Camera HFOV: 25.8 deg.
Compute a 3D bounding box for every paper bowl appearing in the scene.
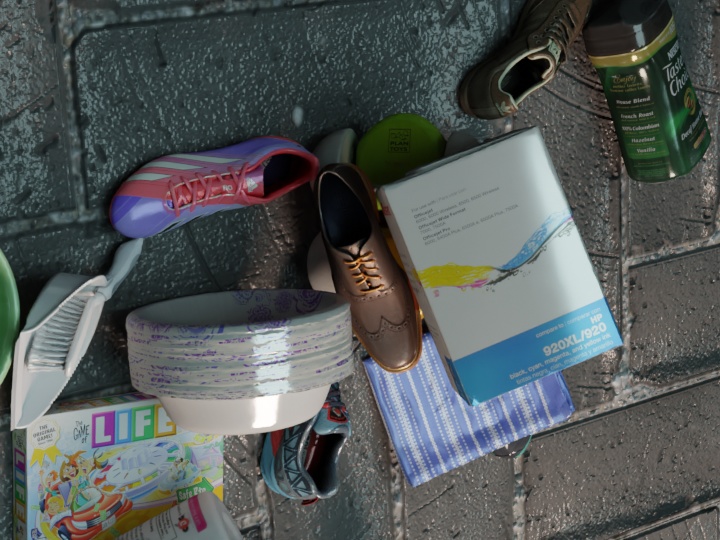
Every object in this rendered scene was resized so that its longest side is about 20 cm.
[{"bbox_3d":[-0.105,0.081,1.395,0.200,0.200,0.105,-11,101,-34],"label":"paper bowl"}]

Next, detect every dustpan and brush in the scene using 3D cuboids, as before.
[{"bbox_3d":[-0.240,0.033,1.361,0.057,0.140,0.201,16,48,-1],"label":"dustpan and brush"}]

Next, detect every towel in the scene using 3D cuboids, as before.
[{"bbox_3d":[0.115,0.122,1.631,0.199,0.024,0.145,-22,96,-16],"label":"towel"}]

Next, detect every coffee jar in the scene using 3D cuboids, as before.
[{"bbox_3d":[0.310,-0.203,1.704,0.104,0.085,0.201,-49,125,-40],"label":"coffee jar"}]

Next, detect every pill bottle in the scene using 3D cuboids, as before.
[{"bbox_3d":[-0.195,0.290,1.400,0.199,0.113,0.114,-28,117,-2],"label":"pill bottle"}]

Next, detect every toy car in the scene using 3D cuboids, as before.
[{"bbox_3d":[0.047,-0.050,1.523,0.150,0.174,0.201,-8,99,-73],"label":"toy car"}]

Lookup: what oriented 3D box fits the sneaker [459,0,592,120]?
[{"bbox_3d":[0.190,-0.225,1.624,0.200,0.075,0.071,-50,123,-17],"label":"sneaker"}]

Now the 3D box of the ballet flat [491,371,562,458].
[{"bbox_3d":[0.180,0.105,1.694,0.073,0.073,0.201,28,86,-36],"label":"ballet flat"}]

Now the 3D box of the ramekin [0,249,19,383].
[{"bbox_3d":[-0.382,0.035,1.252,0.199,0.098,0.201,-8,104,-34],"label":"ramekin"}]

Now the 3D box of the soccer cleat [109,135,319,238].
[{"bbox_3d":[-0.131,-0.077,1.424,0.199,0.076,0.067,-20,111,-32],"label":"soccer cleat"}]

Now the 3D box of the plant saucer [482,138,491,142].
[{"bbox_3d":[0.139,-0.030,1.560,0.037,0.200,0.201,0,101,-4],"label":"plant saucer"}]

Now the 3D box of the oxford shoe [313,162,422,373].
[{"bbox_3d":[0.000,0.000,1.420,0.071,0.073,0.201,-23,88,10],"label":"oxford shoe"}]

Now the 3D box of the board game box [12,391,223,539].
[{"bbox_3d":[-0.219,0.182,1.441,0.199,0.034,0.135,-6,103,-35],"label":"board game box"}]

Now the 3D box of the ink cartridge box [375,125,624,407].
[{"bbox_3d":[0.115,-0.008,1.364,0.144,0.147,0.201,-22,93,-1],"label":"ink cartridge box"}]

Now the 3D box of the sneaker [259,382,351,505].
[{"bbox_3d":[-0.035,0.128,1.524,0.079,0.095,0.201,1,99,-36],"label":"sneaker"}]
